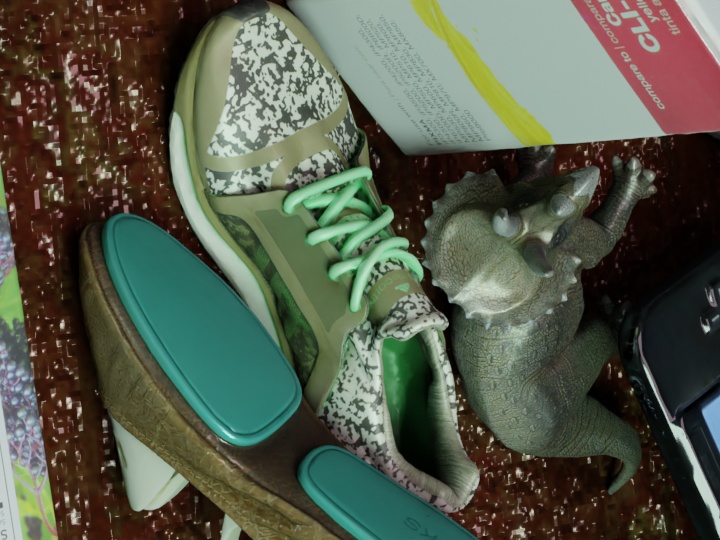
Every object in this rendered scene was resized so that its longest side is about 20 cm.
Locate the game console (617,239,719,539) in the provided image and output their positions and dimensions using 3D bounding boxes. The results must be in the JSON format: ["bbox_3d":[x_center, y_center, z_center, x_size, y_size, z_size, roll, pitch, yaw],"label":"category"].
[{"bbox_3d":[0.217,0.063,1.026,0.176,0.116,0.201,-33,103,-35],"label":"game console"}]

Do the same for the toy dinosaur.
[{"bbox_3d":[0.063,0.016,1.031,0.102,0.077,0.201,-46,149,-34],"label":"toy dinosaur"}]

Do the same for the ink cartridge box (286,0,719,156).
[{"bbox_3d":[0.088,-0.119,0.966,0.083,0.200,0.145,50,63,-23],"label":"ink cartridge box"}]

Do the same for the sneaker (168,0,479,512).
[{"bbox_3d":[0.000,0.000,0.968,0.077,0.088,0.201,-27,106,-34],"label":"sneaker"}]

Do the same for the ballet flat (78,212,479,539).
[{"bbox_3d":[-0.035,0.071,0.941,0.200,0.072,0.068,42,31,6],"label":"ballet flat"}]

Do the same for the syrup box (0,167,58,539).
[{"bbox_3d":[-0.149,0.063,0.861,0.081,0.079,0.201,-14,99,-37],"label":"syrup box"}]

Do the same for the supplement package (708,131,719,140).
[{"bbox_3d":[0.240,-0.122,1.132,0.117,0.117,0.201,32,72,-32],"label":"supplement package"}]
